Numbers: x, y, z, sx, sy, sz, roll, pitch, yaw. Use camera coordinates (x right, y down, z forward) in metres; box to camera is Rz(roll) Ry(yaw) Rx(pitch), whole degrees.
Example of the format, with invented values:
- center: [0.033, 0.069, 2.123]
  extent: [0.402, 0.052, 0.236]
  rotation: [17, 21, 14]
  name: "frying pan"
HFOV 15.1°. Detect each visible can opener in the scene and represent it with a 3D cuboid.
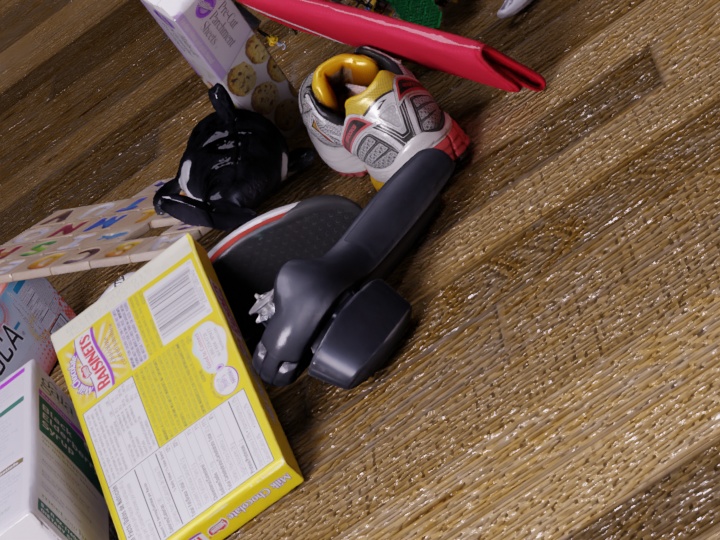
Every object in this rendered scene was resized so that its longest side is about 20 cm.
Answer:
- center: [0.000, 0.000, 1.491]
  extent: [0.063, 0.078, 0.200]
  rotation: [-55, 0, 41]
  name: "can opener"

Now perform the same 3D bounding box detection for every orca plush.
- center: [-0.093, -0.077, 1.679]
  extent: [0.105, 0.071, 0.200]
  rotation: [-13, 14, 17]
  name: "orca plush"

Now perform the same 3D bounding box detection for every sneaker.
- center: [0.004, -0.105, 1.653]
  extent: [0.078, 0.082, 0.200]
  rotation: [-41, 20, -7]
  name: "sneaker"
- center: [-0.085, 0.008, 1.591]
  extent: [0.201, 0.067, 0.108]
  rotation: [-39, 23, 8]
  name: "sneaker"

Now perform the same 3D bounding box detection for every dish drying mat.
- center: [0.014, -0.141, 1.628]
  extent: [0.199, 0.077, 0.018]
  rotation: [20, 88, 37]
  name: "dish drying mat"

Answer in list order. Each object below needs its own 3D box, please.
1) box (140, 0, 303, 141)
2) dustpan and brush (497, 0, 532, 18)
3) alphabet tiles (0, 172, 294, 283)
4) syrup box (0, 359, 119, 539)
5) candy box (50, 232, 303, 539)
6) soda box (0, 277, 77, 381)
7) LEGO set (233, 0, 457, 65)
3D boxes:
- center: [-0.085, -0.138, 1.737]
  extent: [0.039, 0.200, 0.041]
  rotation: [37, 82, 27]
  name: "box"
- center: [0.142, -0.239, 1.752]
  extent: [0.200, 0.057, 0.139]
  rotation: [-42, 19, -27]
  name: "dustpan and brush"
- center: [-0.151, -0.031, 1.749]
  extent: [0.199, 0.008, 0.167]
  rotation: [-8, 18, 36]
  name: "alphabet tiles"
- center: [-0.185, 0.135, 1.484]
  extent: [0.081, 0.079, 0.200]
  rotation: [-36, 21, 9]
  name: "syrup box"
- center: [-0.102, 0.072, 1.462]
  extent: [0.102, 0.026, 0.200]
  rotation: [-38, 41, 10]
  name: "candy box"
- center: [-0.255, 0.079, 1.735]
  extent: [0.068, 0.064, 0.200]
  rotation: [-24, 25, 34]
  name: "soda box"
- center: [-0.039, -0.193, 1.789]
  extent: [0.116, 0.199, 0.154]
  rotation: [-52, 27, 44]
  name: "LEGO set"
